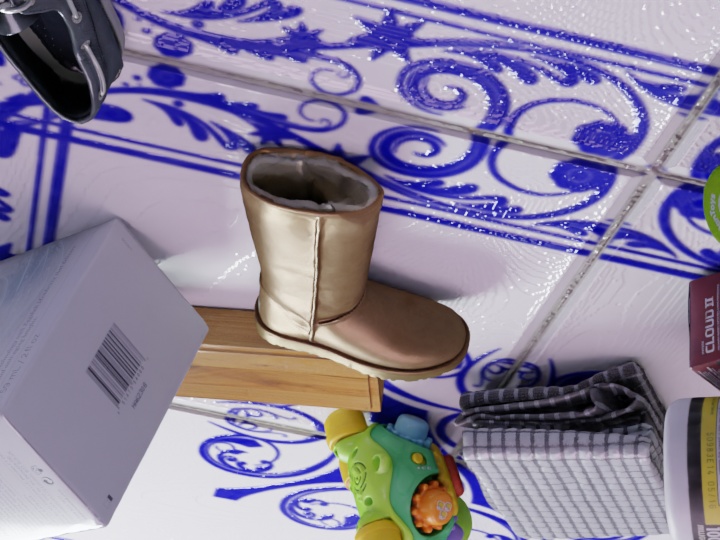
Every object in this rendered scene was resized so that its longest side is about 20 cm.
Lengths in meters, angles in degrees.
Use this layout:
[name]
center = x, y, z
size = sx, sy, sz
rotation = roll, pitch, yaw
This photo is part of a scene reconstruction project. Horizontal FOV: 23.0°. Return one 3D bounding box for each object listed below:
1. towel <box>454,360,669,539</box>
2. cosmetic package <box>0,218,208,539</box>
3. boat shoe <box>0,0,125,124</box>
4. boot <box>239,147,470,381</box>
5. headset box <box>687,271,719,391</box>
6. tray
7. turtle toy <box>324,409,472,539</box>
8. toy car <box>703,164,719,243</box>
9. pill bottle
[towel]
center = 0.179, 0.152, 1.456
size = 0.164, 0.086, 0.200
rotation = -4, 150, 22
[cosmetic package]
center = -0.250, 0.090, 1.298
size = 0.199, 0.200, 0.123
rotation = -18, 123, 35
[boat shoe]
center = -0.191, -0.160, 1.015
size = 0.072, 0.062, 0.200
rotation = -3, 149, 16
[boot]
center = 0.000, 0.000, 1.248
size = 0.173, 0.067, 0.201
rotation = 6, 149, 1
[headset box]
center = 0.336, 0.049, 1.247
size = 0.199, 0.076, 0.148
rotation = -19, 142, 37
[tray]
center = -0.082, 0.071, 1.418
size = 0.197, 0.037, 0.099
rotation = 5, 150, 6
[turtle toy]
center = 0.041, 0.201, 1.533
size = 0.100, 0.147, 0.201
rotation = -18, 148, 1
[toy car]
center = 0.285, 0.037, 1.068
size = 0.163, 0.158, 0.202
rotation = -7, 127, -29
[pill bottle]
center = 0.314, 0.141, 1.220
size = 0.198, 0.114, 0.113
rotation = -4, 149, 18
